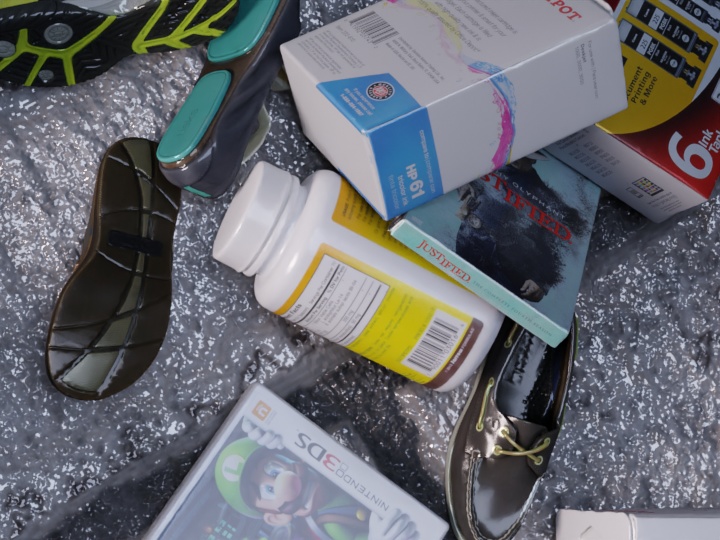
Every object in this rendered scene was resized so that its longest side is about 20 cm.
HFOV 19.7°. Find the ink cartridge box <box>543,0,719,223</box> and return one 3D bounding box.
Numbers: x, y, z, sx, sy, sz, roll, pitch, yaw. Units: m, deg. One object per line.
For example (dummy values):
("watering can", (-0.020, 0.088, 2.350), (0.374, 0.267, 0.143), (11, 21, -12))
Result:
("ink cartridge box", (0.212, -0.169, 1.567), (0.175, 0.084, 0.200), (31, 69, -12))

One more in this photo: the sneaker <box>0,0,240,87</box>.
("sneaker", (-0.190, -0.188, 1.477), (0.200, 0.075, 0.076), (-12, 53, -13))

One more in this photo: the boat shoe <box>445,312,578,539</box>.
("boat shoe", (0.113, 0.110, 1.527), (0.072, 0.061, 0.202), (15, 79, -14))

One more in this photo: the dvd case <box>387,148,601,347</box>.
("dvd case", (0.103, -0.047, 1.502), (0.146, 0.022, 0.200), (35, 35, -10))

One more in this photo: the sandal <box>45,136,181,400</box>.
("sandal", (-0.175, 0.001, 1.461), (0.082, 0.055, 0.200), (16, 65, -21))

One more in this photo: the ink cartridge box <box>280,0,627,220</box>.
("ink cartridge box", (0.067, -0.137, 1.458), (0.200, 0.145, 0.085), (-26, 129, -13))

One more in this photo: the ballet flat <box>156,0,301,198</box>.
("ballet flat", (-0.083, -0.136, 1.498), (0.073, 0.073, 0.200), (29, 65, -12))

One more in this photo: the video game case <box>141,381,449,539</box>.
("video game case", (-0.060, 0.212, 1.482), (0.182, 0.023, 0.200), (37, 75, -9))

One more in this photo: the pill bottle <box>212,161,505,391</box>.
("pill bottle", (0.000, 0.000, 1.480), (0.200, 0.109, 0.109), (27, 77, -13))

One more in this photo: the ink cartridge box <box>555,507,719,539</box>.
("ink cartridge box", (0.261, 0.215, 1.514), (0.200, 0.146, 0.086), (0, 85, -16))
